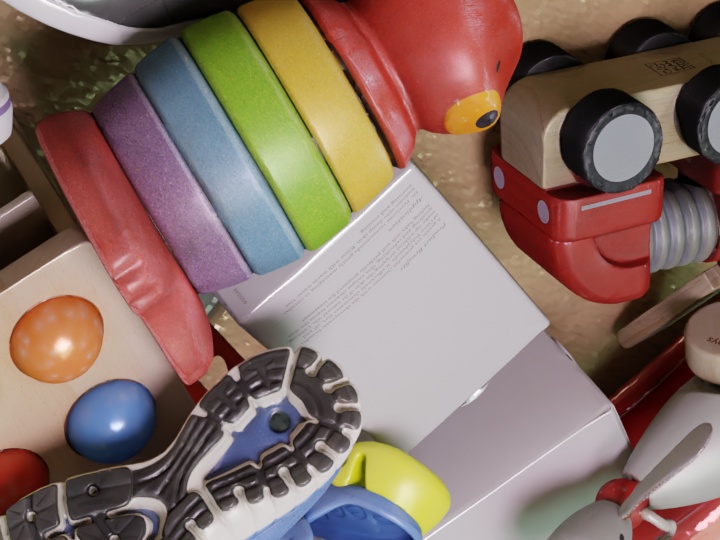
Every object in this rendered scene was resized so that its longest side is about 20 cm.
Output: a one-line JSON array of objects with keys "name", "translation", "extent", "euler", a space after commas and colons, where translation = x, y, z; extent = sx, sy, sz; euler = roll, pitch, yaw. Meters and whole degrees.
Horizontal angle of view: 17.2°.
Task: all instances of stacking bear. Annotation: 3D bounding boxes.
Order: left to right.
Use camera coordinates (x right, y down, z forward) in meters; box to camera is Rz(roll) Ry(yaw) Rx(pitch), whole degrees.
[{"name": "stacking bear", "translation": [-0.022, -0.064, 0.983], "extent": [0.199, 0.114, 0.122], "euler": [-31, 154, -2]}]

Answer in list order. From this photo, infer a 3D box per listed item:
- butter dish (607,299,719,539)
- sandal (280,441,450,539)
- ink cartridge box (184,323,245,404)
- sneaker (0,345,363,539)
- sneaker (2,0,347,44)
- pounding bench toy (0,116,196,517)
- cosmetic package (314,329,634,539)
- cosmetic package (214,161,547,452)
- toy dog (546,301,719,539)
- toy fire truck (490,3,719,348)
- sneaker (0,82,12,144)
[{"name": "butter dish", "translation": [0.221, 0.142, 1.364], "extent": [0.200, 0.148, 0.200], "euler": [-40, 133, 2]}, {"name": "sandal", "translation": [-0.055, 0.134, 1.177], "extent": [0.080, 0.199, 0.088], "euler": [49, 48, -37]}, {"name": "ink cartridge box", "translation": [-0.105, 0.122, 1.136], "extent": [0.047, 0.160, 0.201], "euler": [0, 117, -35]}, {"name": "sneaker", "translation": [-0.082, 0.115, 1.010], "extent": [0.199, 0.079, 0.089], "euler": [-31, 159, -9]}, {"name": "sneaker", "translation": [-0.061, -0.148, 1.000], "extent": [0.198, 0.071, 0.099], "euler": [3, 140, -29]}, {"name": "pounding bench toy", "translation": [-0.177, 0.003, 1.019], "extent": [0.124, 0.156, 0.201], "euler": [-32, 133, -6]}, {"name": "cosmetic package", "translation": [0.040, 0.120, 1.268], "extent": [0.199, 0.108, 0.085], "euler": [-33, 134, -4]}, {"name": "cosmetic package", "translation": [0.000, 0.000, 1.129], "extent": [0.107, 0.085, 0.200], "euler": [-41, 150, 1]}, {"name": "toy dog", "translation": [0.180, 0.110, 1.215], "extent": [0.201, 0.096, 0.132], "euler": [-58, 142, -22]}, {"name": "toy fire truck", "translation": [0.152, -0.025, 1.237], "extent": [0.175, 0.129, 0.202], "euler": [-14, 118, -22]}, {"name": "sneaker", "translation": [-0.231, -0.105, 0.929], "extent": [0.199, 0.073, 0.115], "euler": [8, 114, -5]}]
